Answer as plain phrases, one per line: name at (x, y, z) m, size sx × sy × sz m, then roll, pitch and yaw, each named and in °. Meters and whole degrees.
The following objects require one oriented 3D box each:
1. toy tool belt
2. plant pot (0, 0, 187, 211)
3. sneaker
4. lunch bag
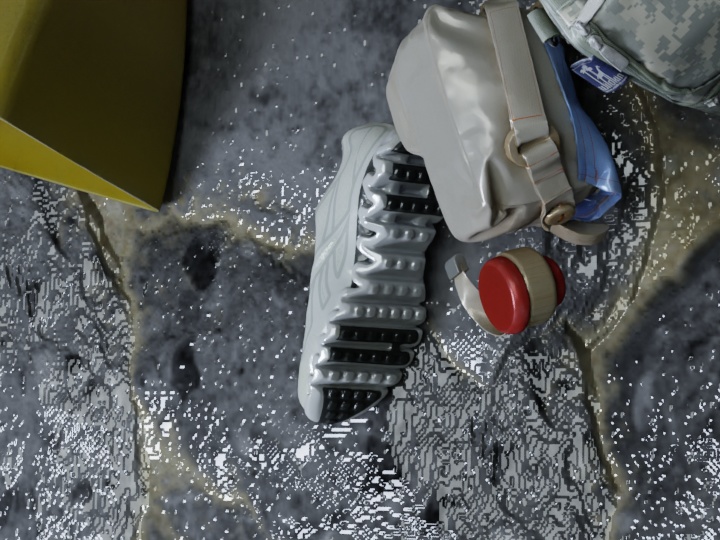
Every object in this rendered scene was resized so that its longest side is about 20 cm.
toy tool belt at (0.107, -0.070, 1.159) m, size 0.200 × 0.123 × 0.125 m, roll 70°, pitch 156°, yaw 12°
plant pot at (-0.231, -0.171, 1.331) m, size 0.200 × 0.200 × 0.177 m, roll 17°, pitch 82°, yaw 30°
sneaker at (0.000, 0.000, 1.248) m, size 0.081 × 0.075 × 0.200 m, roll 25°, pitch 100°, yaw 50°
lunch bag at (0.195, -0.193, 1.094) m, size 0.200 × 0.168 × 0.139 m, roll -48°, pitch 64°, yaw 17°
